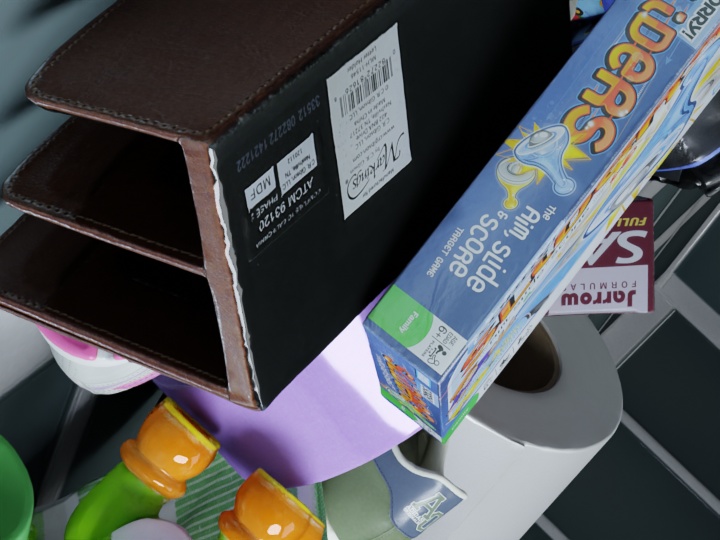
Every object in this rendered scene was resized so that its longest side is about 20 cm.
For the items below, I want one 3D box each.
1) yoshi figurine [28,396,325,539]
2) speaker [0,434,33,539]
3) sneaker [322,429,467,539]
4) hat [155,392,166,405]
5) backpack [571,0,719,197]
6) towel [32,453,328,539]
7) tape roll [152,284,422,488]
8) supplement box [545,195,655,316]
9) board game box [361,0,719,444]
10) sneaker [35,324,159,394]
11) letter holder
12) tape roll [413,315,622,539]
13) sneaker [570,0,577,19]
[{"bbox_3d":[-0.106,0.158,0.780,0.201,0.112,0.112,-53,128,-8],"label":"yoshi figurine"},{"bbox_3d":[-0.202,0.143,0.760,0.088,0.088,0.200,-32,162,-54],"label":"speaker"},{"bbox_3d":[0.016,0.047,0.937,0.089,0.202,0.067,-23,138,29],"label":"sneaker"},{"bbox_3d":[-0.027,0.136,1.033,0.200,0.175,0.167,-40,-151,44],"label":"hat"},{"bbox_3d":[0.148,-0.130,1.024,0.182,0.135,0.199,-40,-161,-27],"label":"backpack"},{"bbox_3d":[-0.106,0.143,0.870,0.199,0.153,0.023,-23,130,11],"label":"towel"},{"bbox_3d":[0.000,0.000,0.841,0.199,0.066,0.201,-35,-158,17],"label":"tape roll"},{"bbox_3d":[0.075,-0.016,1.024,0.108,0.062,0.200,-3,-172,-11],"label":"supplement box"},{"bbox_3d":[0.077,-0.035,0.688,0.200,0.034,0.135,-52,169,-8],"label":"board game box"},{"bbox_3d":[-0.058,-0.022,0.779,0.199,0.082,0.088,-35,169,-26],"label":"sneaker"},{"bbox_3d":[-0.037,-0.067,0.657,0.200,0.141,0.101,-43,138,-39],"label":"letter holder"},{"bbox_3d":[0.044,0.079,1.192,0.139,0.203,0.202,-52,168,32],"label":"tape roll"},{"bbox_3d":[0.077,-0.151,0.805,0.200,0.085,0.073,-47,168,-11],"label":"sneaker"}]
